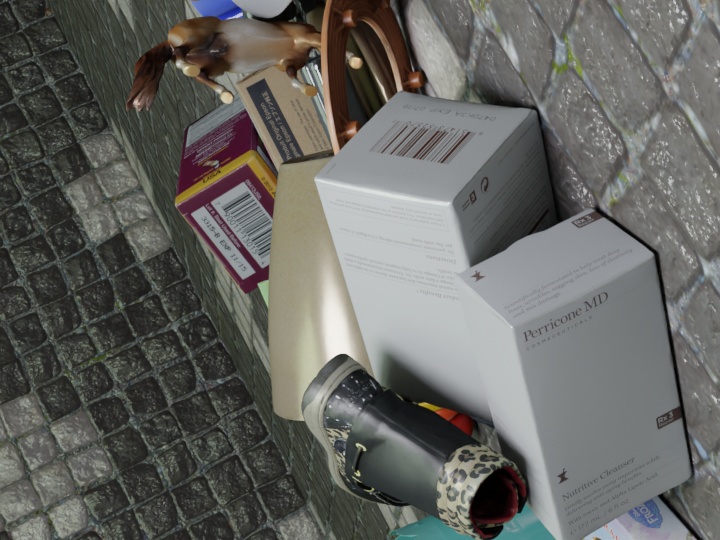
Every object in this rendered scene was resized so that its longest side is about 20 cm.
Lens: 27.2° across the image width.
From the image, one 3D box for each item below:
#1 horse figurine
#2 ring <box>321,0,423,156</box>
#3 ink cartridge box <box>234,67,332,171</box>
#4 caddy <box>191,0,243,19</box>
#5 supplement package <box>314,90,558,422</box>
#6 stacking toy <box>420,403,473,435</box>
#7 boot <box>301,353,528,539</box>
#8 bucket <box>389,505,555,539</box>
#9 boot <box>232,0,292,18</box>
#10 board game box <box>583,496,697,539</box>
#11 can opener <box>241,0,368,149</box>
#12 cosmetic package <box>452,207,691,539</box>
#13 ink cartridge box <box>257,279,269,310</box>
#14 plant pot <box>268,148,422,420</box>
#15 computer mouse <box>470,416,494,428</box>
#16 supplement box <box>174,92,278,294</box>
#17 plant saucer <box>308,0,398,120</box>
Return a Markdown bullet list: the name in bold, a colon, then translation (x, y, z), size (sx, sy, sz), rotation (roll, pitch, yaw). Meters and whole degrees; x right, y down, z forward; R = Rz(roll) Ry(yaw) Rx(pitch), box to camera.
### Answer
- **horse figurine**: translation (-0.090, -0.166, 1.154), size (0.133, 0.199, 0.050), rotation (-127, 34, -58)
- **ring**: translation (0.017, -0.125, 1.117), size (0.200, 0.019, 0.201), rotation (-8, -90, -68)
- **ink cartridge box**: translation (-0.041, -0.100, 1.423), size (0.165, 0.075, 0.200), rotation (62, 180, 11)
- **caddy**: translation (-0.124, -0.313, 1.377), size (0.200, 0.105, 0.141), rotation (61, -169, 15)
- **supplement package**: translation (0.066, -0.009, 1.056), size (0.117, 0.117, 0.200), rotation (12, 135, 34)
- **stacking toy**: translation (0.065, 0.107, 1.480), size (0.085, 0.085, 0.200), rotation (48, 163, 52)
- **boot**: translation (0.049, 0.150, 1.071), size (0.154, 0.074, 0.204), rotation (30, 164, 31)
- **bucket**: translation (0.133, 0.318, 1.468), size (0.207, 0.135, 0.207), rotation (60, 167, 24)
- **boot**: translation (-0.031, -0.268, 1.115), size (0.074, 0.096, 0.200), rotation (38, 151, -20)
- **board game box**: translation (0.218, 0.239, 1.179), size (0.200, 0.041, 0.200), rotation (51, 162, 47)
- **can opener**: translation (-0.041, -0.165, 1.275), size (0.200, 0.066, 0.053), rotation (63, 169, -13)
- **cosmetic package**: translation (0.145, 0.072, 0.995), size (0.081, 0.113, 0.200), rotation (47, 161, 51)
- **ink cartridge box**: translation (-0.006, 0.035, 1.366), size (0.104, 0.200, 0.059), rotation (66, -153, -9)
- **plant pot**: translation (0.000, 0.000, 1.224), size (0.187, 0.187, 0.201), rotation (-162, 60, -73)
- **computer mouse**: translation (0.129, 0.126, 1.344), size (0.059, 0.034, 0.200), rotation (67, 167, -7)
- **supplement box**: translation (-0.119, -0.091, 1.589), size (0.131, 0.103, 0.200), rotation (53, -165, -25)
- **plant saucer**: translation (0.009, -0.151, 1.293), size (0.200, 0.029, 0.200), rotation (61, 168, 22)
